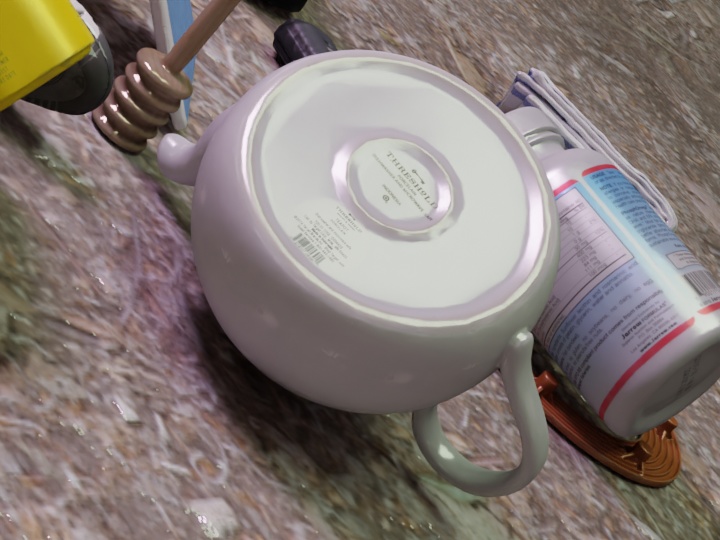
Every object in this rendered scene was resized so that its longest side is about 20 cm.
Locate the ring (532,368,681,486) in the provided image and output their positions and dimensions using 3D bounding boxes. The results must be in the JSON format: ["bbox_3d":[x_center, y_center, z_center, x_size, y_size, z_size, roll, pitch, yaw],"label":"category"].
[{"bbox_3d":[0.141,0.059,1.389,0.200,0.019,0.201,37,22,-18],"label":"ring"}]

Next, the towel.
[{"bbox_3d":[0.141,-0.059,1.463,0.147,0.024,0.200,46,-14,2],"label":"towel"}]

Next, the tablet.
[{"bbox_3d":[-0.116,-0.195,1.217,0.130,0.014,0.201,-93,176,-62],"label":"tablet"}]

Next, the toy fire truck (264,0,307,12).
[{"bbox_3d":[-0.109,-0.298,1.490,0.199,0.129,0.176,14,34,-33],"label":"toy fire truck"}]

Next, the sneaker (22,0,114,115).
[{"bbox_3d":[-0.212,-0.137,1.041,0.200,0.067,0.091,38,23,-4],"label":"sneaker"}]

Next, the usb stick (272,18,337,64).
[{"bbox_3d":[0.000,-0.091,1.394,0.055,0.033,0.200,18,32,-48],"label":"usb stick"}]

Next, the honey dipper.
[{"bbox_3d":[-0.070,-0.145,1.124,0.038,0.200,0.038,36,22,-17],"label":"honey dipper"}]

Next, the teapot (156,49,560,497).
[{"bbox_3d":[0.000,0.000,1.073,0.196,0.146,0.201,10,54,-15],"label":"teapot"}]

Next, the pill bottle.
[{"bbox_3d":[0.142,-0.003,1.328,0.200,0.109,0.109,52,22,21],"label":"pill bottle"}]

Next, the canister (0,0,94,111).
[{"bbox_3d":[-0.207,-0.158,0.926,0.201,0.086,0.148,58,-17,-9],"label":"canister"}]
